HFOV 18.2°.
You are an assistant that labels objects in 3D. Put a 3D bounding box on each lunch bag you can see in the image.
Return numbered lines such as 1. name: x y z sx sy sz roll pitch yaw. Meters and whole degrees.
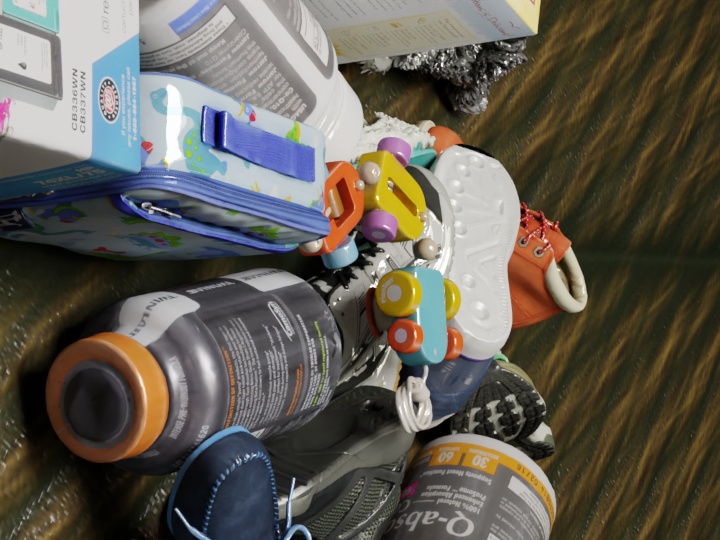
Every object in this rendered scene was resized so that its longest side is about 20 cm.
1. lunch bag: -0.117 -0.055 1.273 0.200 0.160 0.083 16 71 -60

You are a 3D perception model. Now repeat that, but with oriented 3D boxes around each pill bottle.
1. pill bottle: -0.101 0.061 1.333 0.200 0.106 0.107 -14 96 -61
2. pill bottle: -0.084 -0.137 1.399 0.200 0.113 0.114 50 43 -45
3. pill bottle: 0.061 0.221 1.587 0.117 0.116 0.200 64 34 -32

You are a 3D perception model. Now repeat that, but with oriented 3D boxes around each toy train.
1. toy train: 0.000 0.000 1.431 0.150 0.055 0.201 -57 132 -48

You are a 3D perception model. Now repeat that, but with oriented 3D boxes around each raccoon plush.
1. raccoon plush: 0.047 -0.156 1.693 0.201 0.133 0.097 89 -23 -50

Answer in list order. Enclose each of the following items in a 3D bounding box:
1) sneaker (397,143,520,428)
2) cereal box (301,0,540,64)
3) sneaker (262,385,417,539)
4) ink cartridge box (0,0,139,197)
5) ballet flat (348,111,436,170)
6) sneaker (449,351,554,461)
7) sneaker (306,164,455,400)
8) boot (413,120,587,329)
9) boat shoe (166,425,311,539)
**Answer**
1. sneaker: 0.051 0.020 1.632 0.080 0.147 0.201 18 46 -19
2. cereal box: 0.001 -0.189 1.472 0.144 0.199 0.040 40 51 -52
3. sneaker: -0.041 0.158 1.451 0.199 0.076 0.115 -24 127 -45
4. ink cartridge box: -0.223 -0.124 1.094 0.200 0.145 0.148 13 73 -59
5. ballet flat: -0.014 -0.077 1.575 0.200 0.071 0.072 -18 100 -63
6. sneaker: 0.097 0.093 1.716 0.200 0.077 0.089 69 2 -69
7. sneaker: 0.000 0.014 1.527 0.088 0.075 0.201 29 74 -44
8. boot: 0.106 -0.038 1.732 0.200 0.107 0.075 61 38 -32
9. boat shoe: -0.065 0.173 1.328 0.084 0.069 0.201 -28 143 -21
